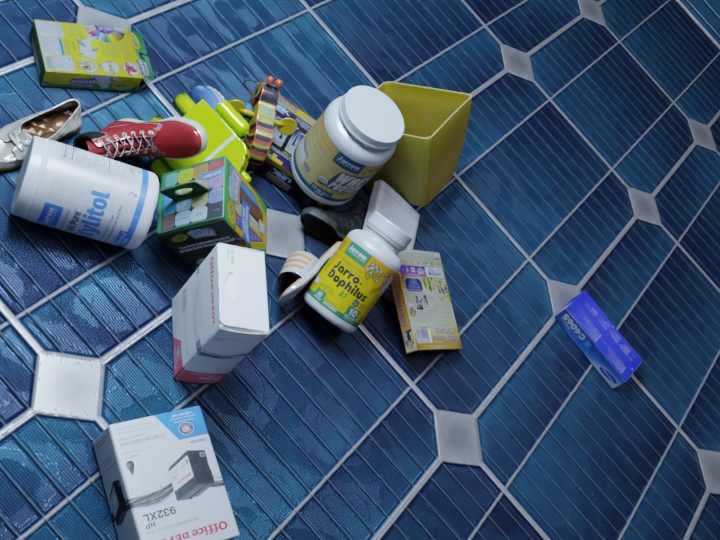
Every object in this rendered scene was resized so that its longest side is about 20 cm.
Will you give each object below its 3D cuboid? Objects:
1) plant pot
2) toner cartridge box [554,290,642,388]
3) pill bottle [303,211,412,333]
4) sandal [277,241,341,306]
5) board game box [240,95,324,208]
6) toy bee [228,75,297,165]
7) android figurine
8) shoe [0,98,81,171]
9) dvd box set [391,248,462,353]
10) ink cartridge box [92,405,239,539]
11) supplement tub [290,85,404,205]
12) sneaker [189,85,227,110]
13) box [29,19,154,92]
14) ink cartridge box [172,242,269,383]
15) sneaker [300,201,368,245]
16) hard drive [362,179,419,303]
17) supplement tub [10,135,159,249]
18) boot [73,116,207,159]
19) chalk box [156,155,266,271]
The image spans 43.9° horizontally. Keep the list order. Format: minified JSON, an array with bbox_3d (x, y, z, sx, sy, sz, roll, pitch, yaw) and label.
[{"bbox_3d":[0.096,-0.246,1.786,0.200,0.177,0.200,15,41,26],"label":"plant pot"},{"bbox_3d":[0.518,0.149,1.947,0.095,0.043,0.200,-34,84,-41],"label":"toner cartridge box"},{"bbox_3d":[0.000,0.000,1.570,0.113,0.200,0.113,37,3,-2],"label":"pill bottle"},{"bbox_3d":[-0.105,-0.008,1.602,0.059,0.079,0.207,44,39,-2],"label":"sandal"},{"bbox_3d":[-0.128,-0.233,1.735,0.200,0.057,0.165,34,47,-13],"label":"board game box"},{"bbox_3d":[-0.185,-0.298,1.625,0.131,0.109,0.200,-7,67,-37],"label":"toy bee"},{"bbox_3d":[-0.276,-0.211,1.561,0.182,0.041,0.200,-44,83,-3],"label":"android figurine"},{"bbox_3d":[-0.533,-0.225,1.453,0.070,0.053,0.200,47,47,0],"label":"shoe"},{"bbox_3d":[0.120,0.059,1.700,0.146,0.029,0.200,3,69,-48],"label":"dvd box set"},{"bbox_3d":[-0.277,0.311,1.274,0.145,0.084,0.200,-7,67,-38],"label":"ink cartridge box"},{"bbox_3d":[-0.024,-0.226,1.627,0.145,0.200,0.145,17,53,-25],"label":"supplement tub"},{"bbox_3d":[-0.285,-0.253,1.625,0.089,0.079,0.200,1,62,-37],"label":"sneaker"},{"bbox_3d":[-0.476,-0.381,1.596,0.200,0.048,0.117,-4,65,-33],"label":"box"},{"bbox_3d":[-0.220,0.071,1.384,0.083,0.200,0.147,10,58,-29],"label":"ink cartridge box"},{"bbox_3d":[-0.024,-0.092,1.715,0.200,0.060,0.104,32,53,-25],"label":"sneaker"},{"bbox_3d":[0.053,-0.056,1.719,0.132,0.027,0.200,39,53,-38],"label":"hard drive"},{"bbox_3d":[-0.431,-0.120,1.406,0.200,0.132,0.132,16,55,-25],"label":"supplement tub"},{"bbox_3d":[-0.364,-0.206,1.467,0.144,0.200,0.072,-39,130,-58],"label":"boot"},{"bbox_3d":[-0.249,-0.096,1.456,0.200,0.125,0.124,55,27,-55],"label":"chalk box"}]
